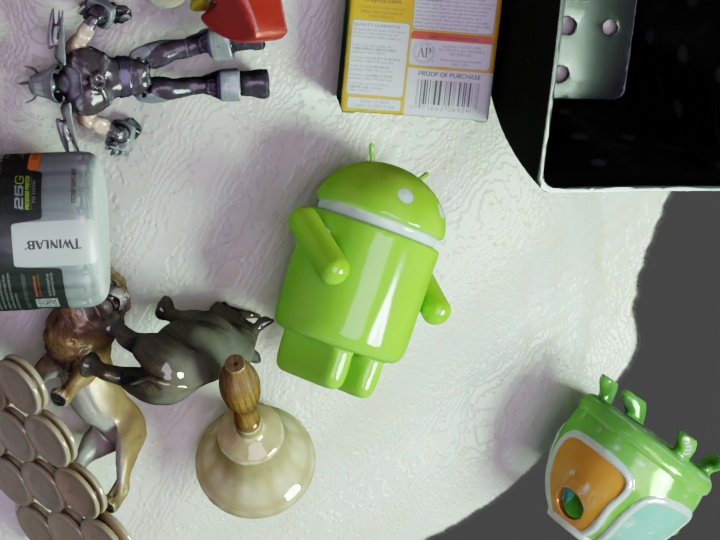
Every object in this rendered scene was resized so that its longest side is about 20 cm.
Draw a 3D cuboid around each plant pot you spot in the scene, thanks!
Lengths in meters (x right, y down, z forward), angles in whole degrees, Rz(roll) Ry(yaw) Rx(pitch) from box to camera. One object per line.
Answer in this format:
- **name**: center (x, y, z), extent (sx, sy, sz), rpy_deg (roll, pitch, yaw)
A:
- **plant pot**: center (0.206, -0.183, 1.355), extent (0.199, 0.177, 0.201), rpy_deg (-2, 108, -21)

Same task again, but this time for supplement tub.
- **supplement tub**: center (-0.297, -0.028, 1.283), extent (0.199, 0.123, 0.123), rpy_deg (-3, 105, -5)

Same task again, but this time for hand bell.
- **hand bell**: center (-0.091, 0.116, 1.337), extent (0.103, 0.200, 0.105), rpy_deg (0, 61, 0)

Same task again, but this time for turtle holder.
- **turtle holder**: center (0.238, 0.186, 1.500), extent (0.141, 0.185, 0.132), rpy_deg (35, 92, 12)

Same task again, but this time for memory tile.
- **memory tile**: center (-0.264, 0.151, 1.340), extent (0.017, 0.153, 0.201), rpy_deg (-38, 113, -36)

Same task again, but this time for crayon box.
- **crayon box**: center (0.052, -0.228, 1.359), extent (0.125, 0.052, 0.201), rpy_deg (4, 109, -7)

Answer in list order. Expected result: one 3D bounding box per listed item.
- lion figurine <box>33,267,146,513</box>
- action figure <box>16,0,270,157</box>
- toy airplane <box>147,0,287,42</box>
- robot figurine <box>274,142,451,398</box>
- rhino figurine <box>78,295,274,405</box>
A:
- **lion figurine**: center (-0.218, 0.103, 1.375), extent (0.072, 0.123, 0.201), rpy_deg (6, 125, 24)
- **action figure**: center (-0.174, -0.156, 1.327), extent (0.199, 0.069, 0.131), rpy_deg (-7, 112, -10)
- **toy airplane**: center (-0.137, -0.265, 1.265), extent (0.199, 0.200, 0.141), rpy_deg (26, 133, -16)
- **robot figurine**: center (0.000, 0.000, 1.379), extent (0.175, 0.115, 0.201), rpy_deg (22, 87, -49)
- **rhino figurine**: center (-0.134, 0.060, 1.343), extent (0.087, 0.200, 0.060), rpy_deg (23, 110, 22)
